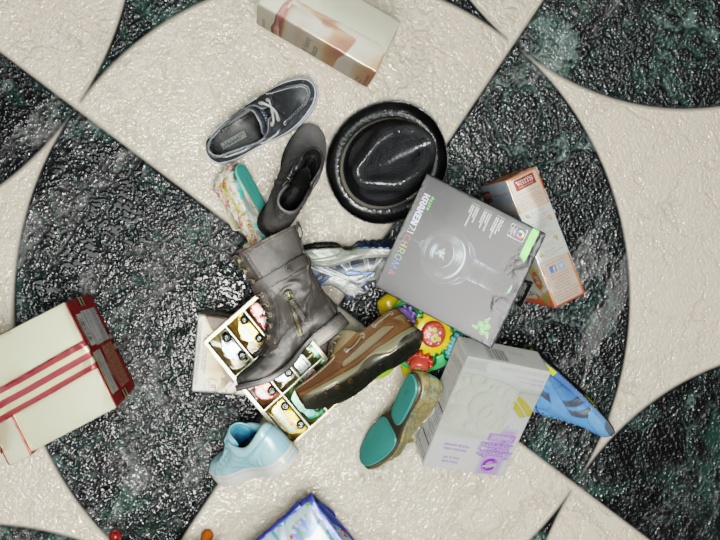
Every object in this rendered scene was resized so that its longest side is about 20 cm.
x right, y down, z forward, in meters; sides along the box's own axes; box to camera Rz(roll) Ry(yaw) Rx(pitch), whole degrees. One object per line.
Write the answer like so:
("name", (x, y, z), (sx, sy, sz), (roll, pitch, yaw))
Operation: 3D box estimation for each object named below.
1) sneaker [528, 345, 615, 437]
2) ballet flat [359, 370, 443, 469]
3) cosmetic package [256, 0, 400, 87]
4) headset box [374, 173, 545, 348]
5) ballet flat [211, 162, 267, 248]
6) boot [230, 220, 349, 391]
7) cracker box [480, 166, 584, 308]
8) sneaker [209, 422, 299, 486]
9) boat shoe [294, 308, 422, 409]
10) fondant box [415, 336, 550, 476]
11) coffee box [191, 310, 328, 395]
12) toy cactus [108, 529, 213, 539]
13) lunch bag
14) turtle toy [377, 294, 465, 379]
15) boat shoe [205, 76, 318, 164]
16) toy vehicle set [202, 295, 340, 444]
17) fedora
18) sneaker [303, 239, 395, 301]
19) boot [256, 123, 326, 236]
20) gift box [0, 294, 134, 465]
("sneaker", (0.319, 0.211, 1.261), (0.199, 0.066, 0.079), (40, 98, -7))
("ballet flat", (0.066, 0.234, 1.198), (0.069, 0.071, 0.202), (24, 120, -7))
("cosmetic package", (-0.050, -0.368, 1.168), (0.197, 0.103, 0.089), (28, 87, -6))
("headset box", (0.146, -0.011, 1.107), (0.197, 0.093, 0.177), (28, 96, 8))
("ballet flat", (-0.162, -0.065, 1.190), (0.063, 0.075, 0.203), (-26, 91, 25))
("boot", (-0.127, 0.049, 1.090), (0.198, 0.069, 0.176), (-34, 90, -10))
("cracker box", (0.261, -0.051, 1.204), (0.057, 0.134, 0.204), (-24, 95, -6))
("sneaker", (-0.170, 0.255, 1.141), (0.083, 0.198, 0.074), (54, 43, -11))
("boat shoe", (-0.007, 0.123, 1.113), (0.197, 0.076, 0.074), (-29, 63, -15))
("fondant box", (0.183, 0.210, 1.194), (0.141, 0.059, 0.204), (11, 116, -17))
("coffee box", (-0.149, 0.127, 1.183), (0.195, 0.080, 0.116), (5, 90, -8))
("toy cactus", (-0.291, 0.468, 1.183), (0.195, 0.103, 0.169), (13, 109, -10))
("lunch bag", (-0.079, 0.460, 1.182), (0.169, 0.127, 0.201), (-39, 106, -4))
("turtle toy", (0.082, 0.102, 1.202), (0.196, 0.101, 0.149), (-23, 95, -6))
("boat shoe", (-0.147, -0.228, 1.177), (0.197, 0.068, 0.073), (-31, 96, -6))
("toy vehicle set", (-0.117, 0.137, 1.133), (0.124, 0.026, 0.201), (-40, 96, -6))
("fedora", (0.046, -0.168, 1.191), (0.195, 0.092, 0.206), (0, 91, -7))
("sneaker", (0.000, 0.000, 1.211), (0.194, 0.077, 0.088), (-2, 102, 0))
("boot", (-0.079, -0.147, 1.133), (0.069, 0.132, 0.204), (23, 65, -14))
("gift box", (-0.446, 0.143, 1.089), (0.184, 0.200, 0.188), (-26, 90, -4))
